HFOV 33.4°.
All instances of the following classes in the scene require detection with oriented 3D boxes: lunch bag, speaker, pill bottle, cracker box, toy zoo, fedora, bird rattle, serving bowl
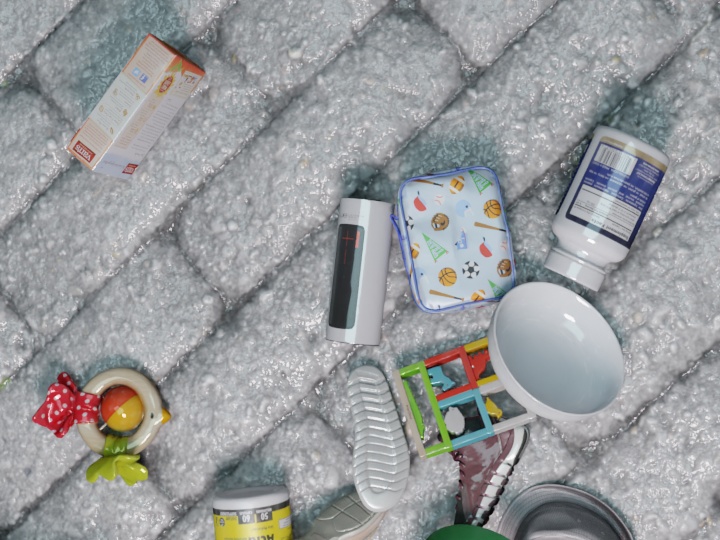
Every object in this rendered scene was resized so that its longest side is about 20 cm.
[{"bbox_3d":[0.126,-0.045,1.649,0.158,0.076,0.203,-10,87,3],"label":"lunch bag"},{"bbox_3d":[0.000,0.000,1.677,0.080,0.081,0.203,7,91,10],"label":"speaker"},{"bbox_3d":[0.323,-0.080,1.604,0.110,0.111,0.202,26,94,9],"label":"pill bottle"},{"bbox_3d":[-0.317,-0.229,1.708,0.057,0.134,0.201,38,95,8],"label":"cracker box"},{"bbox_3d":[0.155,0.166,1.644,0.198,0.021,0.133,-20,64,1],"label":"toy zoo"},{"bbox_3d":[0.276,0.388,1.615,0.199,0.090,0.178,32,94,9],"label":"fedora"},{"bbox_3d":[-0.145,0.410,1.681,0.110,0.111,0.203,-6,89,10],"label":"pill bottle"},{"bbox_3d":[-0.366,0.215,1.750,0.163,0.113,0.200,-41,70,-4],"label":"bird rattle"},{"bbox_3d":[0.251,0.117,1.600,0.200,0.200,0.066,44,140,7],"label":"serving bowl"}]

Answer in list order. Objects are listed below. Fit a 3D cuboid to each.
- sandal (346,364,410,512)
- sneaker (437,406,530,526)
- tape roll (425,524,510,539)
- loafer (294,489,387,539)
[{"bbox_3d":[0.024,0.235,1.687,0.081,0.050,0.206,-4,75,-6],"label":"sandal"},{"bbox_3d":[0.143,0.281,1.658,0.115,0.076,0.202,28,85,15],"label":"sneaker"},{"bbox_3d":[0.159,0.434,1.604,0.198,0.048,0.203,16,127,22],"label":"tape roll"},{"bbox_3d":[-0.038,0.378,1.663,0.199,0.063,0.072,-35,40,-25],"label":"loafer"}]
